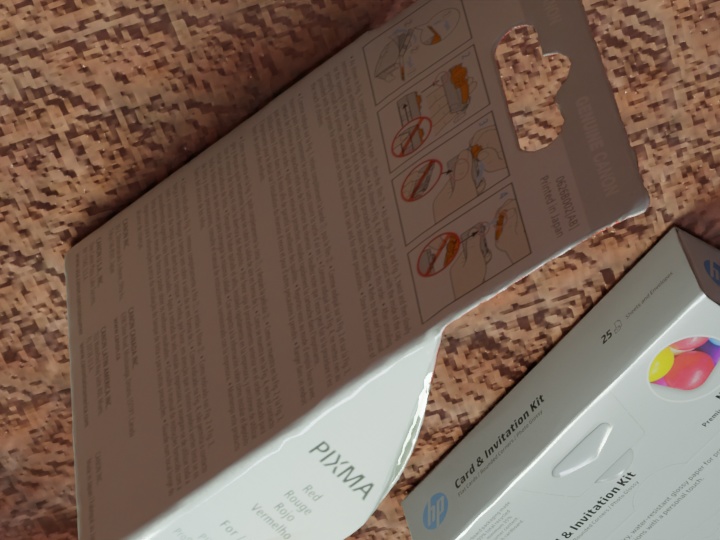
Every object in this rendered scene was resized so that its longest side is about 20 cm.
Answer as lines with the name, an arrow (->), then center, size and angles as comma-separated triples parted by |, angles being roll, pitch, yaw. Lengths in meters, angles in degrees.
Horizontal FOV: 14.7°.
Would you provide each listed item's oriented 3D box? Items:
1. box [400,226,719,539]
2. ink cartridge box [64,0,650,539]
box -> 0.140, 0.084, 1.035 | 0.200, 0.041, 0.156 | 25, 121, -33
ink cartridge box -> 0.000, 0.000, 0.839 | 0.200, 0.162, 0.050 | -32, 125, 16
